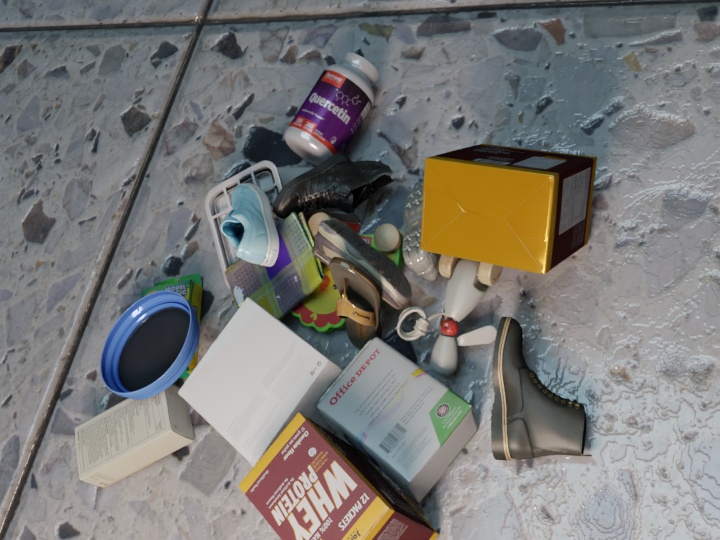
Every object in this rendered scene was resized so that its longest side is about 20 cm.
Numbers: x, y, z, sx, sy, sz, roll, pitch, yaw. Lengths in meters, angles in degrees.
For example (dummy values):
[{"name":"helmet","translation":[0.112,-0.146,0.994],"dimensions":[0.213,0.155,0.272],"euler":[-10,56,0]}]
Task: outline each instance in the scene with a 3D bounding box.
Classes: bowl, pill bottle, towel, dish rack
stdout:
[{"name":"bowl","translation":[-0.366,0.131,1.484],"dimensions":[0.197,0.039,0.204],"euler":[-17,51,22]},{"name":"pill bottle","translation":[-0.048,-0.295,1.559],"dimensions":[0.111,0.112,0.202],"euler":[25,79,33]},{"name":"towel","translation":[-0.149,0.009,1.451],"dimensions":[0.199,0.023,0.146],"euler":[-35,65,30]},{"name":"dish rack","translation":[-0.189,-0.078,1.534],"dimensions":[0.169,0.043,0.204],"euler":[-23,75,24]}]

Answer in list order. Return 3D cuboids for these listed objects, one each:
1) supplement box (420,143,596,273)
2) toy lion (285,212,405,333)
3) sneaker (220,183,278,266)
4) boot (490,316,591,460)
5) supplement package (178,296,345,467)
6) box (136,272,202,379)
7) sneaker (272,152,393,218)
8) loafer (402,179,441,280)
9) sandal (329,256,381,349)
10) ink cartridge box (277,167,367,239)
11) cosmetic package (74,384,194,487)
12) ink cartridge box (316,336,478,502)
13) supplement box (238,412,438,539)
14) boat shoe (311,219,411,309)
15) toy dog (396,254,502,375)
[{"name":"supplement box","translation":[0.219,-0.100,1.248],"dimensions":[0.194,0.199,0.136],"euler":[12,109,30]},{"name":"toy lion","translation":[-0.029,0.011,1.424],"dimensions":[0.196,0.068,0.196],"euler":[10,86,23]},{"name":"sneaker","translation":[-0.198,-0.089,1.426],"dimensions":[0.075,0.081,0.201],"euler":[-61,36,25]},{"name":"boot","translation":[0.260,0.168,1.211],"dimensions":[0.135,0.077,0.205],"euler":[-3,78,21]},{"name":"supplement package","translation":[-0.140,0.192,1.347],"dimensions":[0.199,0.147,0.193],"euler":[33,82,34]},{"name":"box","translation":[-0.353,0.100,1.562],"dimensions":[0.115,0.048,0.204],"euler":[-12,60,21]},{"name":"sneaker","translation":[-0.047,-0.134,1.452],"dimensions":[0.199,0.060,0.104],"euler":[-37,59,-15]},{"name":"loafer","translation":[0.109,-0.071,1.402],"dimensions":[0.069,0.070,0.203],"euler":[-18,42,32]},{"name":"sandal","translation":[-0.012,0.063,1.314],"dimensions":[0.080,0.202,0.055],"euler":[20,51,23]},{"name":"ink cartridge box","translation":[-0.089,-0.100,1.528],"dimensions":[0.196,0.044,0.177],"euler":[3,67,28]},{"name":"cosmetic package","translation":[-0.395,0.285,1.476],"dimensions":[0.197,0.073,0.105],"euler":[-27,56,12]},{"name":"ink cartridge box","translation":[0.054,0.217,1.261],"dimensions":[0.199,0.088,0.146],"euler":[33,71,32]},{"name":"supplement box","translation":[-0.028,0.336,1.188],"dimensions":[0.133,0.200,0.197],"euler":[-49,55,-3]},{"name":"boat shoe","translation":[0.000,0.000,1.354],"dimensions":[0.200,0.074,0.074],"euler":[43,117,25]},{"name":"toy dog","translation":[0.160,0.057,1.314],"dimensions":[0.132,0.096,0.202],"euler":[40,102,32]}]
